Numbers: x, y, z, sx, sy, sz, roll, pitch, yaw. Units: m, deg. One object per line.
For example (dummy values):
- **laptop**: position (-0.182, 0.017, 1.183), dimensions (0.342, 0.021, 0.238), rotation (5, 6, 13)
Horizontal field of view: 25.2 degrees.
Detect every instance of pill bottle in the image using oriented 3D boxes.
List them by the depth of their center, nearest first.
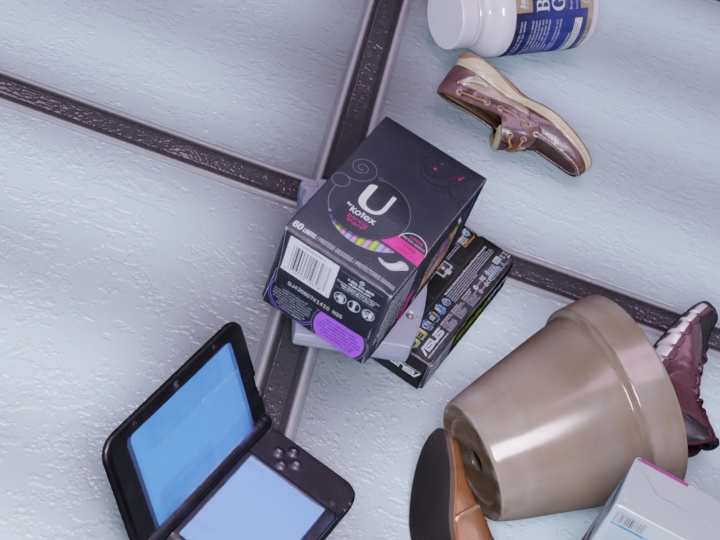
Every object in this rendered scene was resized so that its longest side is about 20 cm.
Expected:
- **pill bottle**: position (0.185, -0.319, 1.972), dimensions (0.198, 0.112, 0.112), rotation (-10, 53, -29)

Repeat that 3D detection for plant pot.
- **plant pot**: position (0.178, 0.147, 1.494), dimensions (0.172, 0.201, 0.201), rotation (-22, 58, -17)

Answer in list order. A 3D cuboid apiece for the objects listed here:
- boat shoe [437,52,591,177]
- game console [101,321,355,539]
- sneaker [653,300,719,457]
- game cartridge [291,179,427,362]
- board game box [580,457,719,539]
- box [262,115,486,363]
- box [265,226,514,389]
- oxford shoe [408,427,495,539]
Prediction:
- **boat shoe**: position (0.175, -0.165, 1.866), dimensions (0.199, 0.072, 0.072), rotation (40, 76, 2)
- **game console**: position (-0.107, 0.176, 1.383), dimensions (0.175, 0.117, 0.200), rotation (34, 46, 12)
- **sneaker**: position (0.334, 0.126, 1.650), dimensions (0.115, 0.076, 0.200), rotation (41, 57, 11)
- **game cartridge**: position (0.000, 0.000, 1.589), dimensions (0.131, 0.041, 0.202), rotation (8, 49, -8)
- **board game box**: position (0.253, 0.269, 1.380), dimensions (0.146, 0.201, 0.064), rotation (29, 44, 5)
- **box**: position (0.014, -0.032, 1.526), dimensions (0.121, 0.107, 0.200), rotation (32, 47, 8)
- **box**: position (0.034, 0.001, 1.656), dimensions (0.192, 0.048, 0.200), rotation (31, 46, 11)
- **oxford shoe**: position (0.090, 0.238, 1.448), dimensions (0.071, 0.071, 0.202), rotation (12, 53, -27)
